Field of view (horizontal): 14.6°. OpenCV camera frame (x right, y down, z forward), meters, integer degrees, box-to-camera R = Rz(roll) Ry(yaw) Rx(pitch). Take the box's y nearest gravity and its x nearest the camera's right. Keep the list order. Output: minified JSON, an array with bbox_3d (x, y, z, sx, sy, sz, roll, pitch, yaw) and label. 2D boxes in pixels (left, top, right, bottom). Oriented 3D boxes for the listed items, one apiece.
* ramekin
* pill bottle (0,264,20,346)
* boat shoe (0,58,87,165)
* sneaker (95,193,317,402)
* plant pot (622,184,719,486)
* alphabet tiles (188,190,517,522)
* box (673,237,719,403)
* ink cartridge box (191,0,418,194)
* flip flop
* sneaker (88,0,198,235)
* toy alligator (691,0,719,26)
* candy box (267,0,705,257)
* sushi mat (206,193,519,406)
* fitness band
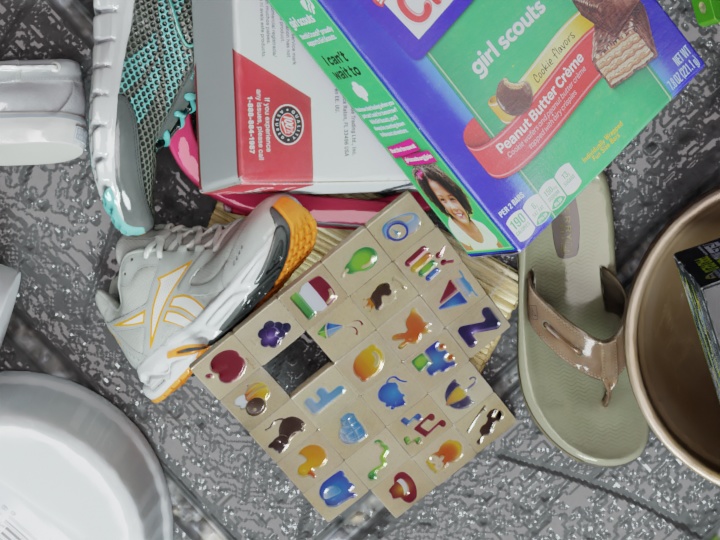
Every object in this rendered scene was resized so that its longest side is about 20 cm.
[{"bbox_3d":[-0.218,0.168,1.744,0.199,0.098,0.202,0,96,0],"label":"ramekin"},{"bbox_3d":[-0.314,0.007,1.718,0.199,0.112,0.113,18,96,-2],"label":"pill bottle"},{"bbox_3d":[-0.267,-0.105,1.731,0.199,0.072,0.069,-1,75,7],"label":"boat shoe"},{"bbox_3d":[-0.104,0.001,1.696,0.092,0.076,0.200,48,136,3],"label":"sneaker"},{"bbox_3d":[0.258,0.035,1.731,0.200,0.093,0.202,0,97,-1],"label":"plant pot"},{"bbox_3d":[0.012,0.065,1.720,0.167,0.008,0.200,-39,129,0],"label":"alphabet tiles"},{"bbox_3d":[0.235,0.086,1.612,0.044,0.160,0.201,-18,96,4],"label":"box"},{"bbox_3d":[0.008,-0.120,1.659,0.199,0.084,0.145,-1,87,-21],"label":"ink cartridge box"},{"bbox_3d":[0.138,0.024,1.742,0.081,0.058,0.201,-7,94,-13],"label":"flip flop"},{"bbox_3d":[-0.116,-0.120,1.682,0.091,0.078,0.201,3,85,-2],"label":"sneaker"},{"bbox_3d":[0.216,-0.196,1.726,0.054,0.059,0.201,-26,98,-38],"label":"toy alligator"},{"bbox_3d":[0.071,-0.137,1.598,0.169,0.077,0.200,-44,102,-20],"label":"candy box"},{"bbox_3d":[0.000,0.000,1.766,0.199,0.012,0.096,29,95,-4],"label":"sushi mat"},{"bbox_3d":[-0.023,-0.099,1.737,0.199,0.037,0.144,7,86,-3],"label":"fitness band"}]
